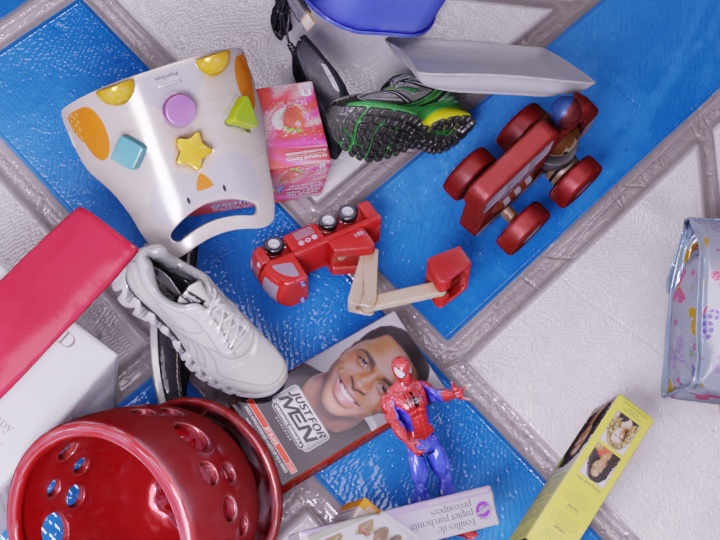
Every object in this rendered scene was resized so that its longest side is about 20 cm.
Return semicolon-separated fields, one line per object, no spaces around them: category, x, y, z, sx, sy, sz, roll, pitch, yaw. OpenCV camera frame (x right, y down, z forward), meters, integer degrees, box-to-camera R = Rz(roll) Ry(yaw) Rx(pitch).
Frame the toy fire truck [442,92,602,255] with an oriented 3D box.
toy fire truck;0.186;-0.118;1.381;0.200;0.168;0.112;-42;81;-11

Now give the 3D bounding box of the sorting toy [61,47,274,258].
sorting toy;-0.169;-0.112;1.272;0.200;0.107;0.180;-21;95;-15

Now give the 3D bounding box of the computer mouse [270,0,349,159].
computer mouse;-0.045;-0.231;1.404;0.046;0.140;0.200;-19;74;-13

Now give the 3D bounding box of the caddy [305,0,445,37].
caddy;0.014;-0.338;1.468;0.200;0.105;0.142;-3;60;-36

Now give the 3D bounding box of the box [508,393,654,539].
box;0.223;0.224;1.315;0.050;0.075;0.200;37;66;2

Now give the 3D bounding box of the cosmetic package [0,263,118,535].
cosmetic package;-0.354;0.127;1.195;0.167;0.166;0.200;37;66;5

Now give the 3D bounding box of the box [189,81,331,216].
box;-0.141;-0.127;1.371;0.200;0.096;0.100;-9;72;-14

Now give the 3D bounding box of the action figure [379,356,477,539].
action figure;0.074;0.180;1.252;0.065;0.099;0.200;-20;97;-21

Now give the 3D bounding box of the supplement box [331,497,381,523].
supplement box;-0.012;0.335;1.217;0.126;0.074;0.200;38;67;-6

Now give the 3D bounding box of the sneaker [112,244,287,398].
sneaker;-0.150;0.050;1.239;0.200;0.081;0.075;39;58;-8

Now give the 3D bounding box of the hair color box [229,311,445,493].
hair color box;-0.026;0.136;1.309;0.200;0.061;0.102;-29;77;-20

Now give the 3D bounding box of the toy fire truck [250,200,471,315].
toy fire truck;0.000;0.000;1.353;0.200;0.049;0.141;-24;58;-19

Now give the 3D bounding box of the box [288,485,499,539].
box;0.032;0.243;1.198;0.200;0.041;0.039;-10;79;-21

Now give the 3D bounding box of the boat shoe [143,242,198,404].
boat shoe;-0.186;0.061;1.305;0.060;0.074;0.200;-5;62;-7

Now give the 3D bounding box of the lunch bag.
lunch bag;0.427;0.047;1.395;0.169;0.127;0.200;7;77;-5

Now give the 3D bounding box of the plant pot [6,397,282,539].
plant pot;-0.181;0.210;1.136;0.201;0.200;0.182;51;27;10

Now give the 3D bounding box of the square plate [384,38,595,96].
square plate;0.139;-0.228;1.438;0.198;0.200;0.029;2;110;-11

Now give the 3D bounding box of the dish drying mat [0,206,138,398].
dish drying mat;-0.292;0.031;1.145;0.077;0.018;0.200;37;66;6

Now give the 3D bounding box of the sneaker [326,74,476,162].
sneaker;0.034;-0.174;1.416;0.200;0.078;0.085;-6;55;-47
